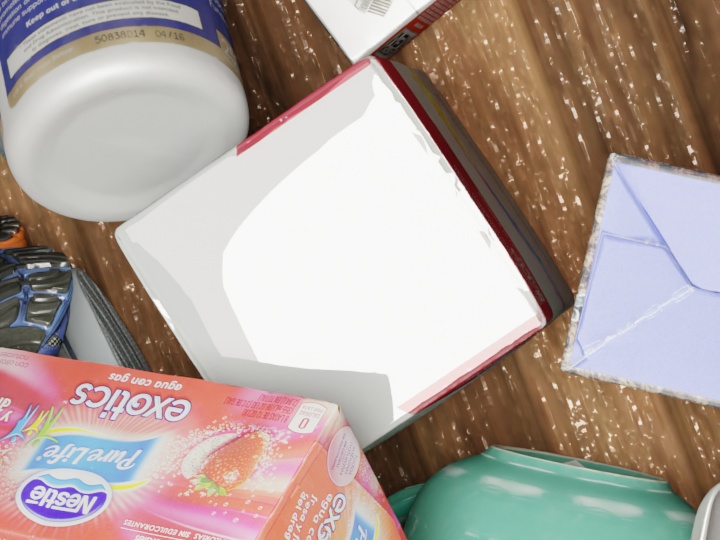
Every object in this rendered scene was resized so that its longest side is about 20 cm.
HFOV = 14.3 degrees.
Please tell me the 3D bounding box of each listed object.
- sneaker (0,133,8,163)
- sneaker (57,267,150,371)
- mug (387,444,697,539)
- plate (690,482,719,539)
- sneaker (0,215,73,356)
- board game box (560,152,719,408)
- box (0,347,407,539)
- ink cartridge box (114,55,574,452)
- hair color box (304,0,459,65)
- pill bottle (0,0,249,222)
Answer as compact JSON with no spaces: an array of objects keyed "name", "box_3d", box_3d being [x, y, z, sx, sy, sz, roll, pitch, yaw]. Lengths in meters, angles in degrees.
[{"name":"sneaker","box_3d":[-0.215,-0.126,1.449,0.086,0.078,0.201,-36,77,20]},{"name":"sneaker","box_3d":[-0.126,0.100,1.423,0.070,0.073,0.201,-22,86,6]},{"name":"mug","box_3d":[0.076,0.143,1.346,0.184,0.152,0.115,12,90,3]},{"name":"plate","box_3d":[0.199,0.205,1.323,0.032,0.199,0.201,8,85,49]},{"name":"sneaker","box_3d":[-0.175,0.028,1.384,0.075,0.200,0.079,-10,105,-9]},{"name":"board game box","box_3d":[0.186,0.016,1.305,0.158,0.200,0.097,13,91,9]},{"name":"box","box_3d":[-0.092,0.110,1.226,0.199,0.103,0.095,8,51,34]},{"name":"ink cartridge box","box_3d":[0.000,0.000,1.339,0.145,0.200,0.145,-35,87,8]},{"name":"hair color box","box_3d":[0.045,-0.202,1.400,0.200,0.064,0.111,-38,85,6]},{"name":"pill bottle","box_3d":[-0.126,-0.133,1.369,0.115,0.116,0.201,-22,54,9]}]
